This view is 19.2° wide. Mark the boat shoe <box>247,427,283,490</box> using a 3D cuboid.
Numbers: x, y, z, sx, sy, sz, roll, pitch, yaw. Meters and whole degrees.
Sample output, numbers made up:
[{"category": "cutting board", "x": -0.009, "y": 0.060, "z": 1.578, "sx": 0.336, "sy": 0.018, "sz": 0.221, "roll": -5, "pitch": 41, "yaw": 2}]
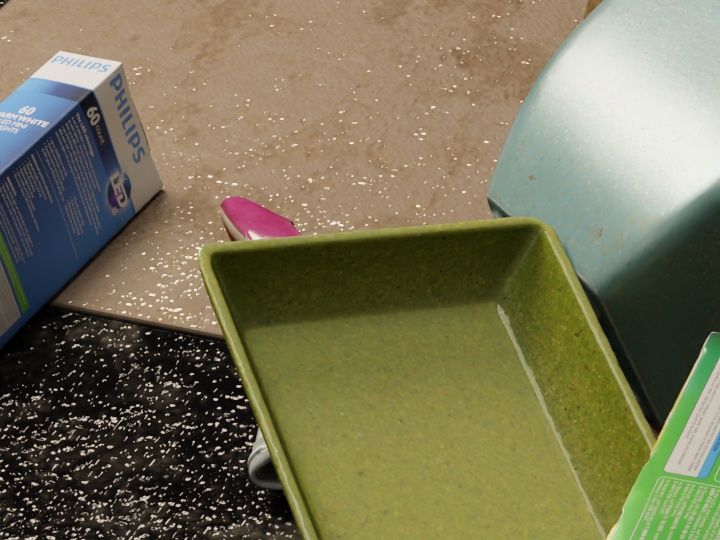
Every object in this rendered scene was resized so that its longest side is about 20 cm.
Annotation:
[{"category": "boat shoe", "x": 0.036, "y": 0.084, "z": 1.125, "sx": 0.202, "sy": 0.075, "sz": 0.065, "roll": -2, "pitch": 44, "yaw": 24}]

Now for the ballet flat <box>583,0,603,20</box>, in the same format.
[{"category": "ballet flat", "x": 0.237, "y": -0.170, "z": 1.378, "sx": 0.200, "sy": 0.072, "sz": 0.068, "roll": 7, "pitch": 42, "yaw": 27}]

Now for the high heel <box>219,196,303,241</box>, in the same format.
[{"category": "high heel", "x": 0.000, "y": 0.000, "z": 1.246, "sx": 0.096, "sy": 0.067, "sz": 0.200, "roll": -37, "pitch": 56, "yaw": -12}]

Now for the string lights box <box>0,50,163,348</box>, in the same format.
[{"category": "string lights box", "x": -0.215, "y": -0.040, "z": 1.345, "sx": 0.059, "sy": 0.103, "sz": 0.200, "roll": 12, "pitch": 44, "yaw": 33}]

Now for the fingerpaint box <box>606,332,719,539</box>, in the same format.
[{"category": "fingerpaint box", "x": 0.158, "y": 0.156, "z": 0.904, "sx": 0.073, "sy": 0.167, "sz": 0.200, "roll": 9, "pitch": 42, "yaw": 28}]

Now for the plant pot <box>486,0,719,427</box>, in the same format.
[{"category": "plant pot", "x": 0.188, "y": -0.033, "z": 1.132, "sx": 0.200, "sy": 0.196, "sz": 0.196, "roll": -37, "pitch": 40, "yaw": -7}]

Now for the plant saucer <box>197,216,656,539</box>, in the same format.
[{"category": "plant saucer", "x": 0.035, "y": 0.074, "z": 0.991, "sx": 0.200, "sy": 0.048, "sz": 0.200, "roll": -6, "pitch": 58, "yaw": -30}]
